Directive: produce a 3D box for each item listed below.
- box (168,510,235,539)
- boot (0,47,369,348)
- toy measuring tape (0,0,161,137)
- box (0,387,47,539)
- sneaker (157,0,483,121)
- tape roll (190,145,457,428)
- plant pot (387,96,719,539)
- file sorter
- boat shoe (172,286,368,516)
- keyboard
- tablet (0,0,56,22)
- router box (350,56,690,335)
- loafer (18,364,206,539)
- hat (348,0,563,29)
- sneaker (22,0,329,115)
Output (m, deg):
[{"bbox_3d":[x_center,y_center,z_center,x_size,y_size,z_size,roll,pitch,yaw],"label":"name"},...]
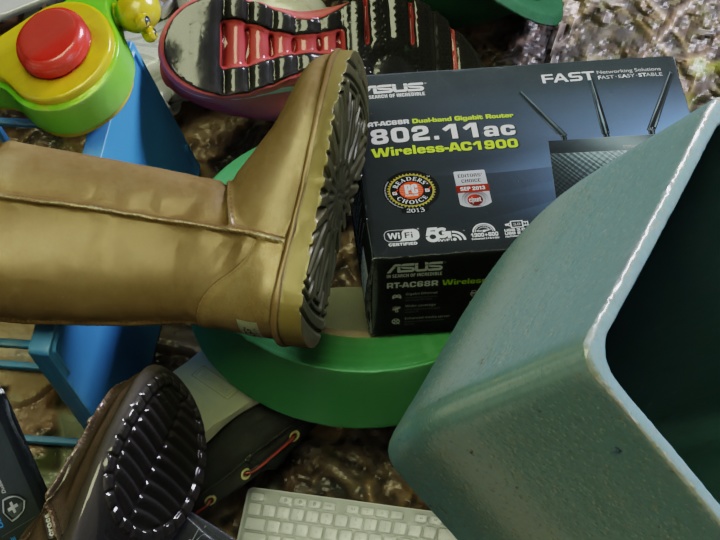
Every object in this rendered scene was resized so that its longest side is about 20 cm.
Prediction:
[{"bbox_3d":[-0.102,0.245,1.315,0.200,0.115,0.132,-47,36,-14],"label":"box"},{"bbox_3d":[-0.106,-0.048,1.363,0.198,0.066,0.176,8,67,16],"label":"boot"},{"bbox_3d":[-0.191,-0.089,1.410,0.199,0.074,0.074,-34,60,-2],"label":"toy measuring tape"},{"bbox_3d":[-0.223,0.180,1.340,0.158,0.201,0.046,-29,20,-25],"label":"box"},{"bbox_3d":[-0.026,-0.123,1.520,0.198,0.087,0.074,6,79,-12],"label":"sneaker"},{"bbox_3d":[0.000,0.000,1.453,0.198,0.048,0.201,1,45,-1],"label":"tape roll"},{"bbox_3d":[0.131,0.070,1.283,0.199,0.197,0.196,-22,26,44],"label":"plant pot"},{"bbox_3d":[-0.187,-0.013,1.485,0.122,0.139,0.201,4,62,17],"label":"file sorter"},{"bbox_3d":[-0.063,0.076,1.455,0.201,0.063,0.074,-33,47,-23],"label":"boat shoe"},{"bbox_3d":[0.026,0.159,1.417,0.198,0.011,0.057,6,63,15],"label":"keyboard"},{"bbox_3d":[-0.178,-0.183,1.578,0.199,0.130,0.014,-20,104,5],"label":"tablet"},{"bbox_3d":[0.093,-0.044,1.422,0.198,0.062,0.151,-4,45,-5],"label":"router box"},{"bbox_3d":[-0.144,0.132,1.316,0.071,0.073,0.201,-6,44,36],"label":"loafer"},{"bbox_3d":[0.004,-0.159,1.574,0.176,0.165,0.201,-47,33,21],"label":"hat"},{"bbox_3d":[-0.112,-0.131,1.579,0.198,0.075,0.082,-7,70,15],"label":"sneaker"}]
